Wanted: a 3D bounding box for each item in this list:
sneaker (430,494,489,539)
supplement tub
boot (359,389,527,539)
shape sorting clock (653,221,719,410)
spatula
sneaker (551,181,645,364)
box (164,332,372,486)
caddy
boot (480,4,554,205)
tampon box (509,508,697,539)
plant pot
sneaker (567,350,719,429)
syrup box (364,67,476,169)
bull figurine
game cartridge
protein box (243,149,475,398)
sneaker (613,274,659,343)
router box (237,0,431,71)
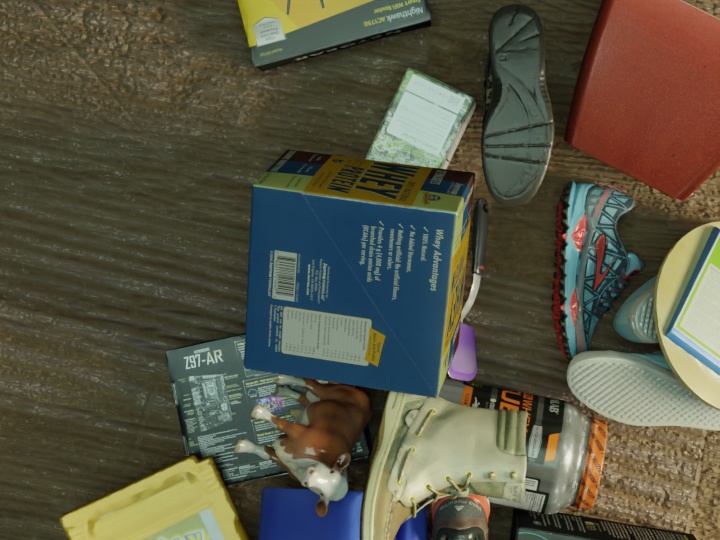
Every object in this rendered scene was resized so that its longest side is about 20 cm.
[{"bbox_3d":[0.102,0.313,1.489,0.077,0.082,0.200,-4,131,8],"label":"sneaker"},{"bbox_3d":[0.152,0.187,1.504,0.200,0.123,0.123,10,92,5],"label":"supplement tub"},{"bbox_3d":[0.083,0.212,1.390,0.155,0.072,0.200,11,60,4],"label":"boot"},{"bbox_3d":[0.383,0.048,1.457,0.200,0.039,0.200,3,81,-21],"label":"shape sorting clock"},{"bbox_3d":[0.120,0.019,1.546,0.021,0.057,0.200,5,83,41],"label":"spatula"},{"bbox_3d":[0.254,0.006,1.515,0.095,0.079,0.200,3,91,3],"label":"sneaker"},{"bbox_3d":[-0.100,0.144,1.567,0.200,0.044,0.160,-13,89,5],"label":"box"},{"bbox_3d":[-0.020,0.282,1.494,0.200,0.141,0.105,-5,80,39],"label":"caddy"},{"bbox_3d":[0.160,-0.164,1.485,0.073,0.151,0.200,-3,89,5],"label":"boot"},{"bbox_3d":[0.250,0.344,1.494,0.200,0.126,0.150,9,92,5],"label":"tampon box"},{"bbox_3d":[0.310,-0.183,1.460,0.200,0.200,0.176,27,104,5],"label":"plant pot"},{"bbox_3d":[0.310,0.117,1.502,0.200,0.082,0.074,14,113,-7],"label":"sneaker"},{"bbox_3d":[0.047,-0.109,1.531,0.079,0.081,0.200,26,95,5],"label":"syrup box"},{"bbox_3d":[-0.052,0.168,1.451,0.121,0.200,0.065,26,115,5],"label":"bull figurine"},{"bbox_3d":[-0.202,0.317,1.530,0.176,0.032,0.200,-25,92,-6],"label":"game cartridge"},{"bbox_3d":[0.000,0.000,1.434,0.200,0.135,0.199,8,111,9],"label":"protein box"},{"bbox_3d":[0.350,0.015,1.513,0.200,0.082,0.074,-23,96,-19],"label":"sneaker"},{"bbox_3d":[-0.035,-0.315,1.551,0.200,0.051,0.149,-15,91,5],"label":"router box"}]
